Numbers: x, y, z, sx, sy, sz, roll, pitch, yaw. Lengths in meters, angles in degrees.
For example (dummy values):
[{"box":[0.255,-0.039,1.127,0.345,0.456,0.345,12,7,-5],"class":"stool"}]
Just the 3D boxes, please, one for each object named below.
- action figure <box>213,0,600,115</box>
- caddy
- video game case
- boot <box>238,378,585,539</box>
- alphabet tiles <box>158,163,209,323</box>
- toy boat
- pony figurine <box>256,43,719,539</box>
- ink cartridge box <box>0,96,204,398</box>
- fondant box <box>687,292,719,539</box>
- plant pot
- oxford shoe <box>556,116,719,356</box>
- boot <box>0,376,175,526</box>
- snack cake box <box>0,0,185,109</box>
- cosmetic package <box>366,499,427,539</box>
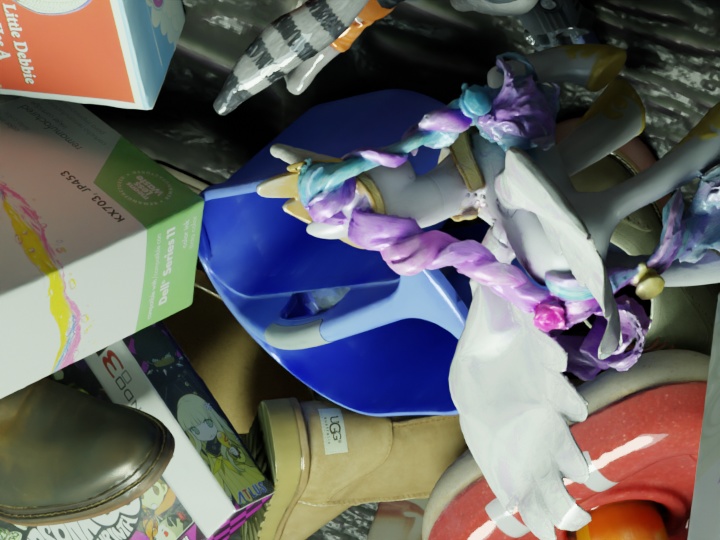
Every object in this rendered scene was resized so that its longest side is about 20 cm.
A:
[{"box":[0.034,-0.120,1.192,0.193,0.105,0.200,-18,132,27],"class":"action figure"},{"box":[0.000,0.000,1.297,0.142,0.105,0.200,52,154,-16],"class":"caddy"},{"box":[-0.152,0.095,1.427,0.182,0.036,0.200,56,131,13],"class":"video game case"},{"box":[0.039,0.103,1.441,0.199,0.066,0.175,-4,166,-13],"class":"boot"},{"box":[-0.144,0.001,1.481,0.195,0.015,0.200,24,140,-5],"class":"alphabet tiles"},{"box":[0.125,0.135,1.328,0.200,0.131,0.130,-33,142,31],"class":"toy boat"},{"box":[0.079,-0.012,1.159,0.193,0.199,0.167,51,145,33],"class":"pony figurine"},{"box":[-0.184,-0.003,1.281,0.117,0.200,0.068,36,134,29],"class":"ink cartridge box"},{"box":[0.204,0.037,1.138,0.058,0.200,0.144,33,125,-12],"class":"fondant box"},{"box":[-0.115,0.051,1.493,0.199,0.028,0.201,12,141,9],"class":"plant pot"},{"box":[0.136,0.020,1.337,0.071,0.074,0.200,-14,130,35],"class":"oxford shoe"},{"box":[-0.184,0.065,1.346,0.199,0.075,0.097,3,142,41],"class":"boot"},{"box":[-0.154,-0.169,1.248,0.114,0.067,0.201,6,139,14],"class":"snack cake box"},{"box":[0.039,0.208,1.496,0.087,0.200,0.104,4,137,20],"class":"cosmetic package"}]
